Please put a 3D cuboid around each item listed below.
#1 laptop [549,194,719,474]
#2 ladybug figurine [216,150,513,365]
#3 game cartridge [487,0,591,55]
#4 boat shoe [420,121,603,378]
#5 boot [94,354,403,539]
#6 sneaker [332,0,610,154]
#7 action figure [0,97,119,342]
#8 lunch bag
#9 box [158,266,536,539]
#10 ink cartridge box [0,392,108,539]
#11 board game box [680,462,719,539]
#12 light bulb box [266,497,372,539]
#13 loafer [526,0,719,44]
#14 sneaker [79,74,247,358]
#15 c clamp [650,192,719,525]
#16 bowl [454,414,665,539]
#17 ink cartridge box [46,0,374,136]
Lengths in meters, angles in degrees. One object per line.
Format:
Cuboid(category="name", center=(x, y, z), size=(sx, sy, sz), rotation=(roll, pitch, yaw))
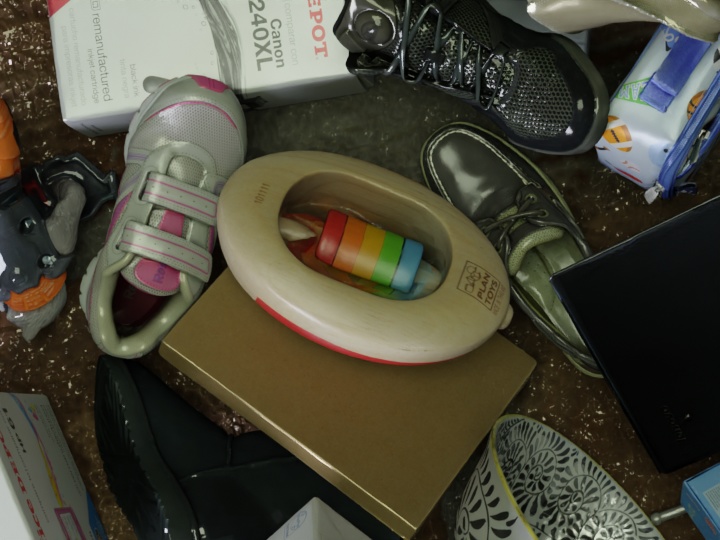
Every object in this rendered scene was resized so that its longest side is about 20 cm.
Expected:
Cuboid(category="laptop", center=(0.234, -0.007, 1.315), size=(0.115, 0.188, 0.201), rotation=(0, 48, 36))
Cuboid(category="ladybug figurine", center=(0.000, 0.000, 1.347), size=(0.199, 0.072, 0.136), rotation=(24, 51, -1))
Cuboid(category="game cartridge", center=(0.094, -0.236, 1.415), size=(0.132, 0.041, 0.202), rotation=(5, 87, 10))
Cuboid(category="boat shoe", center=(0.112, -0.017, 1.383), size=(0.072, 0.066, 0.201), rotation=(-37, 84, 2))
Cuboid(category="boot", center=(-0.073, 0.121, 1.384), size=(0.167, 0.200, 0.077), rotation=(-5, 125, -24))
Cuboid(category="sneaker", center=(0.057, -0.128, 1.302), size=(0.199, 0.114, 0.077), rotation=(42, 124, 34))
Cuboid(category="action figure", center=(-0.265, -0.030, 1.391), size=(0.199, 0.105, 0.194), rotation=(-30, 114, 10))
Cuboid(category="lunch bag", center=(0.217, -0.135, 1.333), size=(0.075, 0.160, 0.201), rotation=(31, 89, 8))
Cuboid(category="box", center=(-0.006, 0.056, 1.367), size=(0.199, 0.021, 0.164), rotation=(36, 53, 6))
Cuboid(category="ink cartridge box", center=(-0.226, 0.158, 1.338), size=(0.084, 0.200, 0.145), rotation=(-25, 85, 4))
Cuboid(category="board game box", center=(0.322, 0.150, 1.318), size=(0.199, 0.037, 0.152), rotation=(-27, 61, -11))
Cuboid(category="light bulb box", center=(-0.024, 0.284, 1.289), size=(0.198, 0.125, 0.200), rotation=(40, 110, -22))
Cuboid(category="loafer", center=(0.140, -0.170, 1.267), size=(0.199, 0.075, 0.069), rotation=(31, 112, 39))
Cuboid(category="sneaker", center=(-0.122, -0.026, 1.362), size=(0.081, 0.088, 0.201), rotation=(13, 113, -14))
Cuboid(category="c clamp", center=(0.247, 0.047, 1.386), size=(0.169, 0.027, 0.202), rotation=(-14, 84, 3))
Cuboid(category="bowl", center=(0.119, 0.195, 1.320), size=(0.094, 0.201, 0.201), rotation=(-42, 84, 19))
Cuboid(category="ink cartridge box", center=(-0.100, -0.178, 1.405), size=(0.198, 0.083, 0.147), rotation=(-9, 86, 5))
